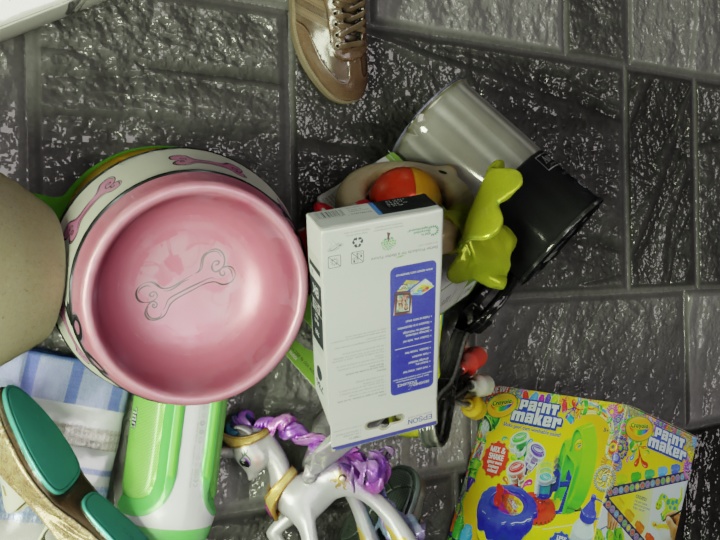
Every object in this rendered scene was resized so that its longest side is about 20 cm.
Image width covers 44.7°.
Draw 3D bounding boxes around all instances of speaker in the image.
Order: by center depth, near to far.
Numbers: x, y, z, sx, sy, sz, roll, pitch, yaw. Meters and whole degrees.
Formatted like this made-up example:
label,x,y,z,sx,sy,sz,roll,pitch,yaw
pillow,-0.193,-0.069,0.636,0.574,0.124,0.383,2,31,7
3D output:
label,x,y,z,sx,sy,sz,roll,pitch,yaw
speaker,-0.157,0.129,0.753,0.088,0.088,0.200,9,84,-33

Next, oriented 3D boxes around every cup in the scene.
label,x,y,z,sx,sy,sz,roll,pitch,yaw
cup,-0.291,-0.001,0.605,0.143,0.200,0.201,2,88,-39

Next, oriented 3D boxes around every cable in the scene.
label,x,y,z,sx,sy,sz,roll,pitch,yaw
cable,0.098,0.111,0.850,0.200,0.050,0.097,-10,101,-75

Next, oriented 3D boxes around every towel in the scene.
label,x,y,z,sx,sy,sz,roll,pitch,yaw
towel,-0.273,0.164,0.714,0.147,0.024,0.200,17,80,-33

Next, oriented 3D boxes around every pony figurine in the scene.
label,x,y,z,sx,sy,sz,roll,pitch,yaw
pony figurine,-0.025,0.188,0.806,0.193,0.167,0.200,-29,91,-4

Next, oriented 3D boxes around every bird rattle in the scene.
label,x,y,z,sx,sy,sz,roll,pitch,yaw
bird rattle,0.038,-0.041,0.772,0.200,0.163,0.113,-9,126,-5

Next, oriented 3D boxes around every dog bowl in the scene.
label,x,y,z,sx,sy,sz,roll,pitch,yaw
dog bowl,-0.128,0.011,0.656,0.200,0.074,0.201,-6,105,-22

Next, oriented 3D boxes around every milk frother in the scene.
label,x,y,z,sx,sy,sz,roll,pitch,yaw
milk frother,0.113,-0.057,0.914,0.188,0.180,0.200,45,96,12

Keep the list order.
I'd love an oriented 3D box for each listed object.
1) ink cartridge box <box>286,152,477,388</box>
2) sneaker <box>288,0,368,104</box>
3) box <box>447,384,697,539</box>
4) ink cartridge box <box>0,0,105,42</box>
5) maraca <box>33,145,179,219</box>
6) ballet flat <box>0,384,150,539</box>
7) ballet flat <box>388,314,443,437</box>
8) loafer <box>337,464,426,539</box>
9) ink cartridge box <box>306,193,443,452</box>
label,x,y,z,sx,sy,sz,roll,pitch,yaw
ink cartridge box,0.000,0.000,0.823,0.200,0.076,0.148,-34,71,-30
sneaker,-0.028,-0.262,0.847,0.070,0.075,0.200,-23,102,-31
box,0.221,0.239,0.935,0.122,0.200,0.193,25,75,-30
ink cartridge box,-0.262,-0.264,0.667,0.200,0.083,0.147,-28,105,-18
maraca,-0.191,-0.032,0.723,0.200,0.107,0.137,-20,77,-17
ballet flat,-0.237,0.183,0.679,0.065,0.071,0.200,-38,90,9
ballet flat,0.048,0.076,0.899,0.067,0.067,0.200,-9,97,-42
loafer,0.012,0.294,0.882,0.063,0.072,0.200,39,77,-39
ink cartridge box,0.012,0.043,0.688,0.099,0.039,0.200,-11,118,-19
